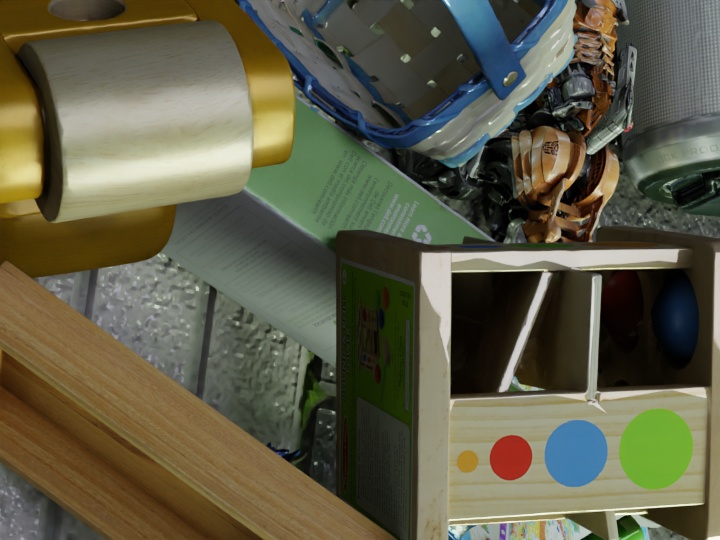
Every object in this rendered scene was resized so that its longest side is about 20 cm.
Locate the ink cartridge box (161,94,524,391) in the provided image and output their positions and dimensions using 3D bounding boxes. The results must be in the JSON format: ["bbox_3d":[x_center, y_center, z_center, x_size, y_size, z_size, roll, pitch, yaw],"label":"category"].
[{"bbox_3d":[0.000,0.000,0.913,0.200,0.104,0.059,35,62,-14],"label":"ink cartridge box"}]

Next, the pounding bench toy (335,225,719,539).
[{"bbox_3d":[0.079,0.084,0.816,0.155,0.124,0.201,-1,95,-16],"label":"pounding bench toy"}]

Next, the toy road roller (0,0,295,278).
[{"bbox_3d":[-0.116,-0.052,0.808,0.122,0.200,0.146,-10,119,-22],"label":"toy road roller"}]

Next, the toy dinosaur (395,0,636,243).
[{"bbox_3d":[0.088,-0.058,0.989,0.102,0.136,0.200,40,61,-25],"label":"toy dinosaur"}]

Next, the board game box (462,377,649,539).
[{"bbox_3d":[0.097,0.151,1.024,0.134,0.034,0.201,-9,88,-37],"label":"board game box"}]

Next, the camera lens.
[{"bbox_3d":[0.227,-0.138,1.090,0.160,0.160,0.201,4,80,-36],"label":"camera lens"}]

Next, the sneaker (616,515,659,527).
[{"bbox_3d":[0.204,0.104,1.071,0.200,0.076,0.081,23,51,-54],"label":"sneaker"}]

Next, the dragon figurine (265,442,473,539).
[{"bbox_3d":[0.017,0.137,0.910,0.199,0.099,0.059,20,71,-13],"label":"dragon figurine"}]

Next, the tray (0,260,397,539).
[{"bbox_3d":[-0.084,0.087,0.803,0.200,0.099,0.037,35,56,9],"label":"tray"}]

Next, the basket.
[{"bbox_3d":[0.013,-0.139,0.874,0.139,0.176,0.200,-42,153,-2],"label":"basket"}]

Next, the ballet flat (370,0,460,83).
[{"bbox_3d":[0.050,-0.193,1.024,0.072,0.072,0.200,38,58,-26],"label":"ballet flat"}]
